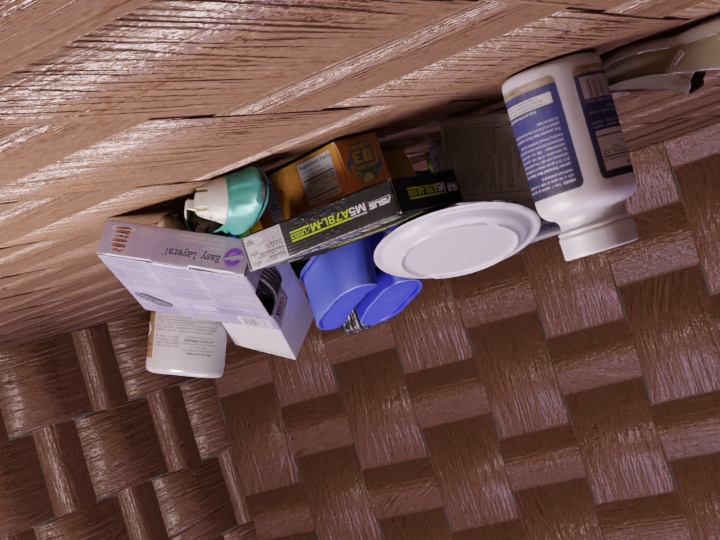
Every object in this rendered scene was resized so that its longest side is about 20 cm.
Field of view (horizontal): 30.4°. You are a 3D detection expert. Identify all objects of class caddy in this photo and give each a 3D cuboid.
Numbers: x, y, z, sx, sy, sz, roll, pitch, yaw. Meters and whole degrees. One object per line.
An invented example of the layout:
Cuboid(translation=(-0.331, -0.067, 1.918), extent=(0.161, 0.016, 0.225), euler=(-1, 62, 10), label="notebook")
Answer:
Cuboid(translation=(0.000, 0.000, 1.793), extent=(0.140, 0.106, 0.200), euler=(-6, 159, -25), label="caddy")

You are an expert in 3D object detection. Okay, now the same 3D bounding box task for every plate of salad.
Cuboid(translation=(0.110, -0.041, 1.537), extent=(0.197, 0.049, 0.200), euler=(-10, 158, -4), label="plate of salad")

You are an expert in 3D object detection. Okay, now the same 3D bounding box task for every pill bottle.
Cuboid(translation=(0.227, -0.118, 1.403), extent=(0.110, 0.203, 0.111), euler=(-16, 178, 0), label="pill bottle")
Cuboid(translation=(-0.243, 0.049, 1.901), extent=(0.113, 0.203, 0.114), euler=(5, 177, 0), label="pill bottle")

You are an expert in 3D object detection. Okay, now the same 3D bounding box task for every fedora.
Cuboid(translation=(0.015, -0.107, 1.717), extent=(0.198, 0.083, 0.201), euler=(-19, 180, 0), label="fedora")

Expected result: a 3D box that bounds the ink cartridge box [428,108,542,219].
Cuboid(translation=(0.181, -0.123, 1.748), extent=(0.083, 0.147, 0.200), euler=(-16, 178, -22), label="ink cartridge box")

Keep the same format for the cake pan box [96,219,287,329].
Cuboid(translation=(-0.195, 0.008, 1.593), extent=(0.197, 0.053, 0.184), euler=(8, 161, 15), label="cake pan box")

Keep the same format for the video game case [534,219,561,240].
Cuboid(translation=(0.206, -0.043, 1.719), extent=(0.181, 0.022, 0.199), euler=(-16, 177, -30), label="video game case")

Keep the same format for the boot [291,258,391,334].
Cuboid(translation=(-0.054, 0.020, 1.938), extent=(0.208, 0.159, 0.080), euler=(-12, -154, 17), label="boot")

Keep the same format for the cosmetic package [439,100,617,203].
Cuboid(translation=(0.197, -0.136, 1.539), extent=(0.198, 0.105, 0.073), euler=(-1, -173, 30), label="cosmetic package")

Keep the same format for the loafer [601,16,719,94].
Cuboid(translation=(0.338, -0.221, 1.437), extent=(0.198, 0.069, 0.075), euler=(-18, 178, 30), label="loafer")

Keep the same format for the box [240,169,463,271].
Cuboid(translation=(-0.007, -0.058, 1.496), extent=(0.198, 0.048, 0.193), euler=(-20, 176, 25), label="box")

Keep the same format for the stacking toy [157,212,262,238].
Cuboid(translation=(-0.163, -0.059, 1.736), extent=(0.198, 0.086, 0.085), euler=(-22, -179, -28), label="stacking toy")

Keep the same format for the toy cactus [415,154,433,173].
Cuboid(translation=(0.130, -0.138, 1.988), extent=(0.199, 0.103, 0.165), euler=(-28, -178, 33), label="toy cactus")

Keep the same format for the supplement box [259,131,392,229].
Cuboid(translation=(-0.049, -0.101, 1.549), extent=(0.066, 0.070, 0.199), euler=(-18, -179, -37), label="supplement box")

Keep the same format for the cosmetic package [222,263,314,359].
Cuboid(translation=(-0.144, 0.034, 1.839), extent=(0.106, 0.086, 0.201), euler=(11, 153, 21), label="cosmetic package")

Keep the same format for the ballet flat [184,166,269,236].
Cuboid(translation=(-0.161, -0.070, 1.504), extent=(0.069, 0.068, 0.200), euler=(-1, 171, -20), label="ballet flat")
